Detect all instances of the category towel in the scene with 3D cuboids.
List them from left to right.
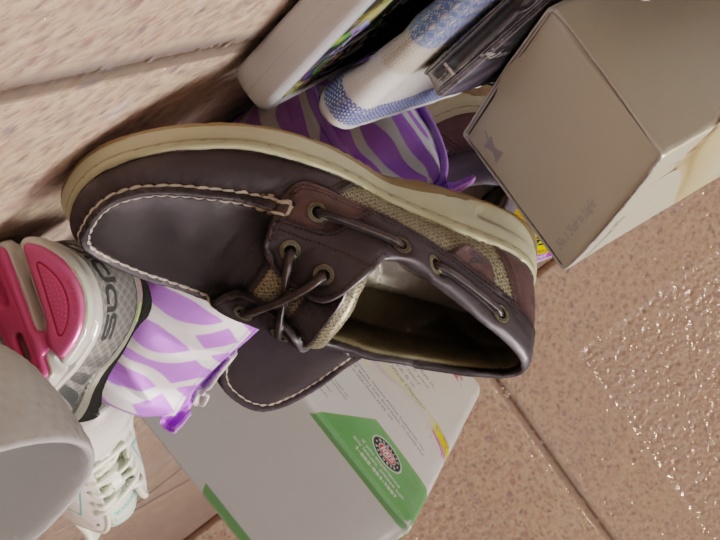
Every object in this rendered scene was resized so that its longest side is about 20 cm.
[{"bbox_3d":[0.080,-0.127,0.902,0.200,0.024,0.147,-41,171,34],"label":"towel"}]

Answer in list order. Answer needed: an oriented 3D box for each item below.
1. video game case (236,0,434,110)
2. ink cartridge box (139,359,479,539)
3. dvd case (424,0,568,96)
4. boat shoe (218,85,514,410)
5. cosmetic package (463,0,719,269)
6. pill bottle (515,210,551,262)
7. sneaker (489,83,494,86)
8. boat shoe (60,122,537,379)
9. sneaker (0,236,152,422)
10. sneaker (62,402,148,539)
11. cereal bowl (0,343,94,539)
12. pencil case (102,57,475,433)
[{"bbox_3d":[0.063,-0.145,0.878,0.182,0.023,0.200,-32,174,-41],"label":"video game case"},{"bbox_3d":[-0.025,0.063,1.254,0.087,0.145,0.200,-36,-173,23],"label":"ink cartridge box"},{"bbox_3d":[0.122,-0.127,0.933,0.149,0.016,0.200,-41,170,29],"label":"dvd case"},{"bbox_3d":[0.000,0.000,1.057,0.200,0.072,0.065,-42,-157,27],"label":"boat shoe"},{"bbox_3d":[0.149,-0.090,0.932,0.200,0.073,0.104,-31,168,-27],"label":"cosmetic package"},{"bbox_3d":[0.095,-0.071,1.262,0.104,0.104,0.200,-35,174,-12],"label":"pill bottle"},{"bbox_3d":[0.015,-0.058,1.127,0.200,0.079,0.089,-35,-170,24],"label":"sneaker"},{"bbox_3d":[-0.016,-0.002,0.898,0.200,0.065,0.072,14,136,-29],"label":"boat shoe"},{"bbox_3d":[-0.153,0.054,0.954,0.200,0.074,0.087,-44,165,29],"label":"sneaker"},{"bbox_3d":[-0.151,0.104,1.368,0.070,0.080,0.200,-32,172,-17],"label":"sneaker"},{"bbox_3d":[-0.195,0.081,0.821,0.200,0.083,0.200,-31,167,-8],"label":"cereal bowl"},{"bbox_3d":[-0.049,-0.010,0.997,0.200,0.086,0.084,-41,175,36],"label":"pencil case"}]
